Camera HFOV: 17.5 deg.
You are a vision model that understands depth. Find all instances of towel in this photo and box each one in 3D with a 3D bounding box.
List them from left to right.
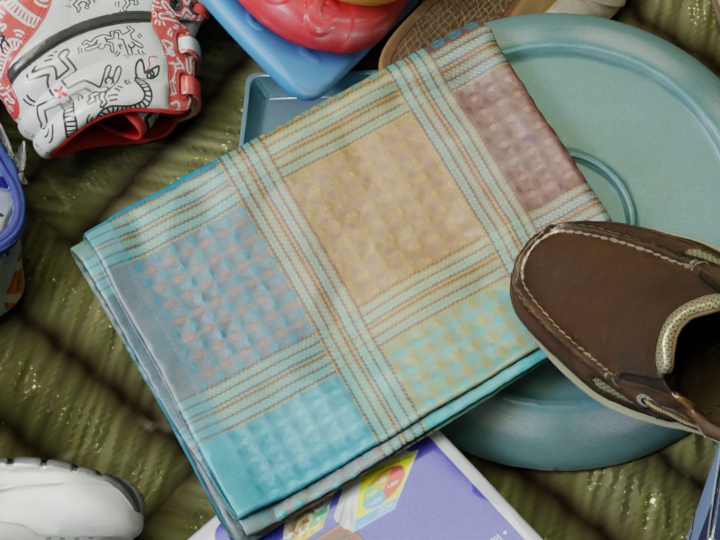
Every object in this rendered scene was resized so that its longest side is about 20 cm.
[{"bbox_3d":[0.000,0.000,0.948,0.200,0.022,0.147,-30,74,-7],"label":"towel"}]

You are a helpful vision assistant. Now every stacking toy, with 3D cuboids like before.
[{"bbox_3d":[0.015,-0.173,1.000,0.110,0.200,0.116,49,49,-7],"label":"stacking toy"}]

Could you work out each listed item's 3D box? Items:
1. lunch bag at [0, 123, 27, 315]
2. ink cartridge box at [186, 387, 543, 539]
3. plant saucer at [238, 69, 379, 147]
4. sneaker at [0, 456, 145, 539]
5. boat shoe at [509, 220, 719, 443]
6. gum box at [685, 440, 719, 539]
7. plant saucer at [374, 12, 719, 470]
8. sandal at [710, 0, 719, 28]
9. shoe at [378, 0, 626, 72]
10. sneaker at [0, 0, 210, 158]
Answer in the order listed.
[{"bbox_3d":[-0.247,-0.028,1.034,0.199,0.076,0.160,-15,56,-20],"label":"lunch bag"},{"bbox_3d":[0.001,0.175,0.915,0.198,0.047,0.200,-39,71,-12],"label":"ink cartridge box"},{"bbox_3d":[-0.026,0.000,1.033,0.070,0.019,0.201,0,61,11],"label":"plant saucer"},{"bbox_3d":[-0.179,0.135,0.968,0.199,0.075,0.087,-19,67,11],"label":"sneaker"},{"bbox_3d":[0.129,0.025,0.852,0.202,0.075,0.075,27,83,37],"label":"boat shoe"},{"bbox_3d":[0.210,0.126,0.811,0.199,0.170,0.045,10,63,5],"label":"gum box"},{"bbox_3d":[0.083,-0.017,0.981,0.199,0.027,0.201,0,78,2],"label":"plant saucer"},{"bbox_3d":[0.198,-0.093,1.008,0.077,0.070,0.212,-19,60,0],"label":"sandal"},{"bbox_3d":[0.082,-0.133,1.068,0.070,0.053,0.200,31,68,35],"label":"shoe"},{"bbox_3d":[-0.088,-0.126,1.093,0.201,0.067,0.108,-29,85,-25],"label":"sneaker"}]
